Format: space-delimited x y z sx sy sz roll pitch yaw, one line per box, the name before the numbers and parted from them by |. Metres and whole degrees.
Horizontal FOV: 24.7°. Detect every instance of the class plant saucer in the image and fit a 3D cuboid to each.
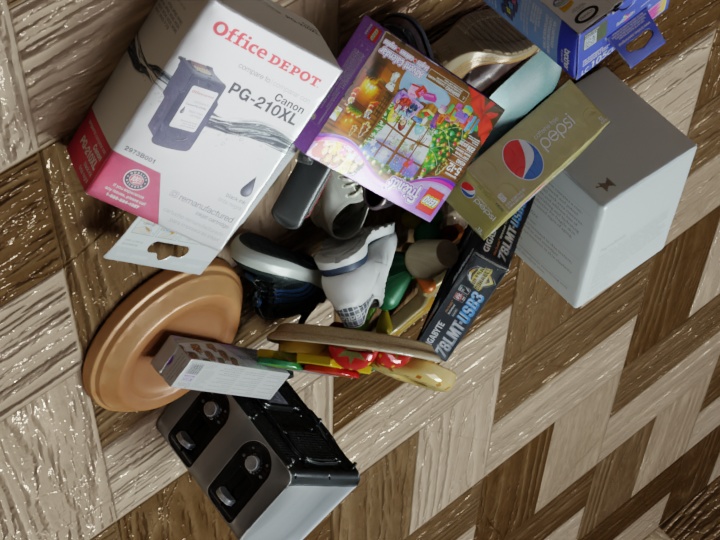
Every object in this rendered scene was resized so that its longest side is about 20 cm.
plant saucer | 0.162 -0.172 1.812 0.201 0.039 0.201 -43 176 -4
plant saucer | -0.197 0.075 1.709 0.200 0.037 0.201 -36 153 -22

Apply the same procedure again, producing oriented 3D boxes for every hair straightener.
hair straightener | -0.030 -0.120 1.603 0.201 0.041 0.077 -54 -179 27

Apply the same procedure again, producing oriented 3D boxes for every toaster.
toaster | -0.111 0.204 1.863 0.119 0.181 0.200 -47 155 15

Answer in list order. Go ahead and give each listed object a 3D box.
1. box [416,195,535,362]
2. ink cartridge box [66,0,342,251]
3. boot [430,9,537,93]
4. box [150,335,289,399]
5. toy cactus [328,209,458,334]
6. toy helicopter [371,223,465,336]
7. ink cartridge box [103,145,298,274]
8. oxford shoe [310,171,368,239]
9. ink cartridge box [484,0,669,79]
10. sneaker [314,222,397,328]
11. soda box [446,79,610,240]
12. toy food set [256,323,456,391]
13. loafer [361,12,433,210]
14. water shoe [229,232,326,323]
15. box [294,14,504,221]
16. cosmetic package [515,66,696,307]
box | 0.141 -0.027 1.862 0.199 0.049 0.200 -64 180 -38
ink cartridge box | -0.132 -0.138 1.393 0.144 0.085 0.201 24 111 -34
boot | 0.093 -0.188 1.751 0.199 0.073 0.167 -24 154 -34
box | -0.146 0.104 1.740 0.042 0.039 0.200 -51 154 13
toy cactus | 0.056 0.002 1.871 0.200 0.103 0.165 -41 -167 -29
toy helicopter | 0.089 0.032 2.059 0.200 0.079 0.132 -40 164 12
ink cartridge box | -0.147 -0.091 1.546 0.200 0.050 0.162 -49 154 16
oxford shoe | -0.014 -0.108 1.700 0.075 0.058 0.201 -26 145 -27
ink cartridge box | 0.215 -0.285 1.625 0.136 0.200 0.077 -37 153 -16
sneaker | 0.000 0.000 1.778 0.076 0.081 0.200 -16 -170 19
soda box | 0.180 -0.121 1.769 0.200 0.068 0.064 -41 174 -35
toy food set | -0.008 0.093 1.780 0.199 0.196 0.049 15 81 -56
loafer | 0.032 -0.153 1.636 0.063 0.071 0.202 -43 142 -50
water shoe | -0.087 0.018 1.743 0.079 0.071 0.200 -58 153 5
box | 0.037 -0.142 1.581 0.199 0.039 0.137 25 103 -47
cosmetic package | 0.282 -0.101 2.023 0.166 0.167 0.201 -31 151 -26
